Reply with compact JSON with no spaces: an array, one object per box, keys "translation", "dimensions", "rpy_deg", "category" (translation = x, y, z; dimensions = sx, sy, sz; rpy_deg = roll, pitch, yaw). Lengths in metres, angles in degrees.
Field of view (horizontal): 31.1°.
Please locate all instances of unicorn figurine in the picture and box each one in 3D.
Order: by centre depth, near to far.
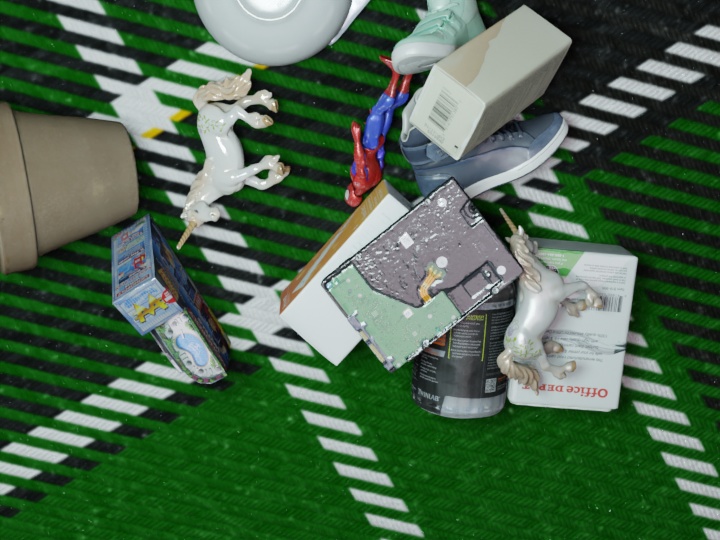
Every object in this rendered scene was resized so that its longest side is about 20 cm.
[{"translation":[0.217,0.041,1.549],"dimensions":[0.136,0.074,0.202],"rpy_deg":[22,77,-28],"category":"unicorn figurine"},{"translation":[-0.161,-0.135,1.586],"dimensions":[0.136,0.074,0.202],"rpy_deg":[-7,89,12],"category":"unicorn figurine"}]

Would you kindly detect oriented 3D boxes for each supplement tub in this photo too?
[{"translation":[0.129,0.073,1.618],"dimensions":[0.121,0.123,0.202],"rpy_deg":[4,102,-3],"category":"supplement tub"}]

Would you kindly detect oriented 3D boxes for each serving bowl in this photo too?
[{"translation":[-0.106,-0.341,1.532],"dimensions":[0.198,0.066,0.202],"rpy_deg":[0,105,0],"category":"serving bowl"}]

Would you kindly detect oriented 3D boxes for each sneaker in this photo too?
[{"translation":[0.081,-0.298,1.514],"dimensions":[0.073,0.200,0.119],"rpy_deg":[-12,97,31],"category":"sneaker"},{"translation":[0.144,-0.175,1.573],"dimensions":[0.201,0.077,0.147],"rpy_deg":[-28,119,4],"category":"sneaker"}]

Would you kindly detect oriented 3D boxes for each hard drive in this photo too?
[{"translation":[0.071,0.006,1.506],"dimensions":[0.200,0.038,0.140],"rpy_deg":[-39,94,8],"category":"hard drive"}]

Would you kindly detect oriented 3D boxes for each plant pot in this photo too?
[{"translation":[-0.358,-0.106,1.539],"dimensions":[0.173,0.200,0.202],"rpy_deg":[-9,103,-18],"category":"plant pot"}]

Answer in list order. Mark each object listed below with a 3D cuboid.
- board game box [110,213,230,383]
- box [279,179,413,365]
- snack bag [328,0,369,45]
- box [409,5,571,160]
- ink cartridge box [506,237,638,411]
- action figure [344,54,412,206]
[{"translation":[-0.234,0.046,1.556],"dimensions":[0.061,0.200,0.201],"rpy_deg":[-31,101,4],"category":"board game box"},{"translation":[0.000,0.000,1.596],"dimensions":[0.097,0.124,0.200],"rpy_deg":[41,97,-10],"category":"box"},{"translation":[-0.040,-0.400,1.561],"dimensions":[0.188,0.021,0.200],"rpy_deg":[38,101,-9],"category":"snack bag"},{"translation":[0.154,-0.221,1.507],"dimensions":[0.078,0.200,0.095],"rpy_deg":[39,136,13],"category":"box"},{"translation":[0.261,0.067,1.642],"dimensions":[0.145,0.083,0.202],"rpy_deg":[5,101,-4],"category":"ink cartridge box"},{"translation":[0.017,-0.169,1.586],"dimensions":[0.051,0.065,0.202],"rpy_deg":[24,115,17],"category":"action figure"}]
